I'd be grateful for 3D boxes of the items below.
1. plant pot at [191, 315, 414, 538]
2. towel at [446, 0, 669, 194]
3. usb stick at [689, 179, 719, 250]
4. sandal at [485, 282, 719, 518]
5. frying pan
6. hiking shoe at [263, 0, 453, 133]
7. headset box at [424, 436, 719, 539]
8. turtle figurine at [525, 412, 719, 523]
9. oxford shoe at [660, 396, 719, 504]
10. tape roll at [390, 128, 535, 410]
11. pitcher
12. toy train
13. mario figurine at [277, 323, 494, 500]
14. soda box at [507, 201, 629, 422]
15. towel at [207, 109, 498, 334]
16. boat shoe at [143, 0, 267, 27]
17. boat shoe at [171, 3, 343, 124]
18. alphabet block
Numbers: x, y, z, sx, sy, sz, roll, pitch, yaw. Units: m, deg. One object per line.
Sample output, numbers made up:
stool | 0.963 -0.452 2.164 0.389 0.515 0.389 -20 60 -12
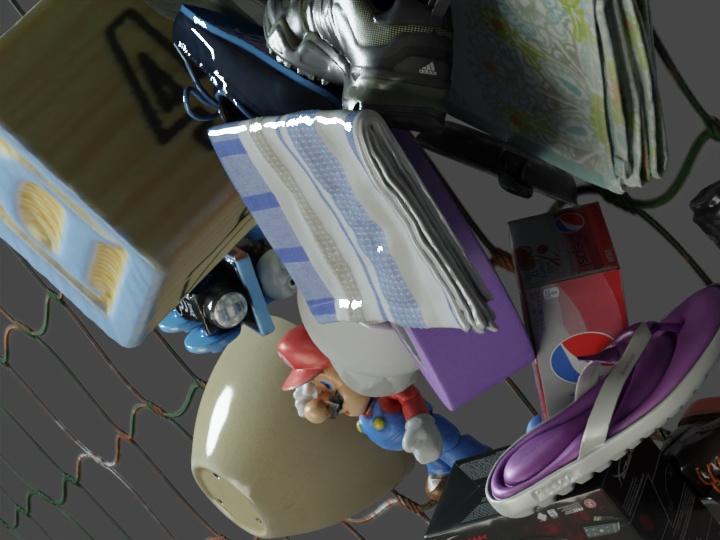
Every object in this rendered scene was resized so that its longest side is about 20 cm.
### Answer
plant pot | -0.070 0.156 2.022 0.200 0.134 0.200 36 156 19
towel | 0.088 -0.143 1.330 0.200 0.048 0.171 29 151 33
usb stick | 0.270 0.026 1.335 0.200 0.033 0.055 46 165 -5
sandal | 0.149 0.077 1.418 0.050 0.203 0.082 41 -169 -24
frying pan | 0.075 -0.069 1.399 0.115 0.031 0.190 22 -178 17
hiking shoe | 0.008 -0.150 1.319 0.076 0.101 0.200 9 -162 -30
headset box | 0.163 0.200 1.514 0.149 0.075 0.200 -20 121 37
turtle figurine | 0.186 0.213 1.677 0.194 0.200 0.144 14 178 44
oxford shoe | 0.252 0.119 1.476 0.071 0.073 0.200 46 158 -4
tape roll | 0.032 -0.012 1.463 0.200 0.066 0.200 59 178 3
pitcher | 0.000 0.000 1.666 0.172 0.121 0.200 57 171 7
toy train | -0.118 -0.004 1.805 0.200 0.114 0.087 26 141 60
mario figurine | 0.007 0.123 1.858 0.200 0.106 0.123 41 125 -12
soda box | 0.144 0.055 1.499 0.070 0.063 0.200 -102 -2 -47
towel | -0.010 -0.026 1.319 0.147 0.024 0.200 59 156 -17
boat shoe | -0.098 -0.200 1.529 0.202 0.065 0.074 41 147 13
boat shoe | -0.067 -0.108 1.409 0.084 0.069 0.200 10 -162 -32
alphabet block | -0.156 -0.098 1.626 0.196 0.200 0.195 42 157 3
